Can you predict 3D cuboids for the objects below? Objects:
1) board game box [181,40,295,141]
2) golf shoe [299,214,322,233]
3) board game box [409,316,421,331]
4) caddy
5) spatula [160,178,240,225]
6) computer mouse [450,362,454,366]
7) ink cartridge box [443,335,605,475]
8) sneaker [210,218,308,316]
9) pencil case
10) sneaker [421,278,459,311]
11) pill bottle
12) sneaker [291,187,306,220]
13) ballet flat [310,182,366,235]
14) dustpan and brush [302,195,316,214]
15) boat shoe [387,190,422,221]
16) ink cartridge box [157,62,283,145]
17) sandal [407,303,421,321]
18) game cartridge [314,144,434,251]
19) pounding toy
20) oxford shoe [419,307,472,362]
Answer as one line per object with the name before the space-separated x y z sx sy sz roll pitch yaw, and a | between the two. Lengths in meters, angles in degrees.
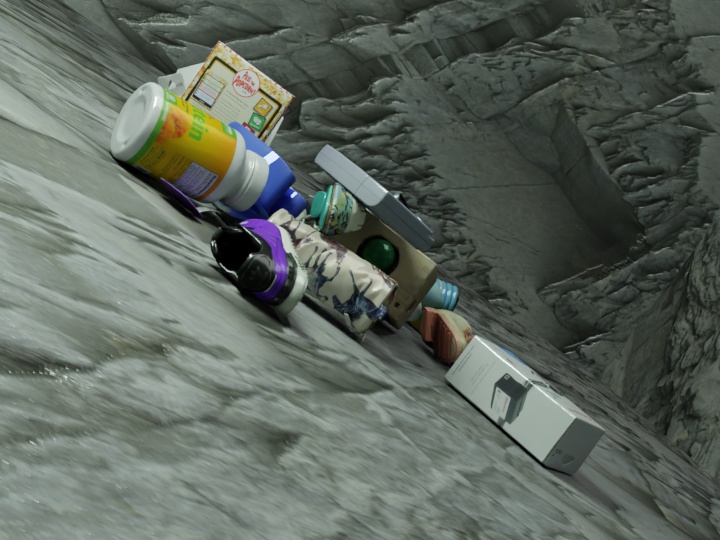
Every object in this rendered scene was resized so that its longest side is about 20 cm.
board game box | -0.223 -0.244 1.869 0.151 0.200 0.046 36 6 -4
golf shoe | -0.051 -0.030 1.887 0.088 0.077 0.200 23 -12 46
board game box | 0.166 0.137 1.991 0.200 0.030 0.095 43 8 32
caddy | -0.174 -0.127 1.728 0.200 0.105 0.142 40 -17 34
spatula | -0.202 -0.078 1.550 0.056 0.021 0.200 35 4 28
computer mouse | 0.230 0.196 1.867 0.199 0.034 0.059 36 5 -8
ink cartridge box | 0.240 0.195 1.674 0.200 0.084 0.145 40 6 32
sneaker | -0.130 -0.027 1.327 0.099 0.070 0.200 30 7 -29
pencil case | -0.051 0.003 1.487 0.199 0.090 0.078 33 -30 -1
sneaker | 0.102 0.033 2.079 0.130 0.080 0.200 24 9 -28
pill bottle | -0.225 -0.158 1.553 0.199 0.111 0.111 28 9 -33
sneaker | -0.147 -0.121 1.910 0.200 0.074 0.082 35 7 35
ballet flat | -0.025 -0.081 1.559 0.074 0.074 0.200 35 5 -10
dustpan and brush | -0.014 -0.081 1.917 0.200 0.057 0.139 38 -14 -17
boat shoe | 0.070 -0.063 1.861 0.067 0.072 0.200 -5 -36 20
ink cartridge box | -0.262 -0.261 1.994 0.199 0.126 0.128 32 -14 -27
sandal | 0.041 -0.003 1.969 0.203 0.083 0.050 48 50 10
game cartridge | 0.013 -0.105 1.595 0.133 0.042 0.200 34 5 -35
pounding toy | 0.000 0.000 1.709 0.184 0.142 0.200 38 -5 8
oxford shoe | 0.151 0.099 1.868 0.073 0.071 0.200 3 14 -10
